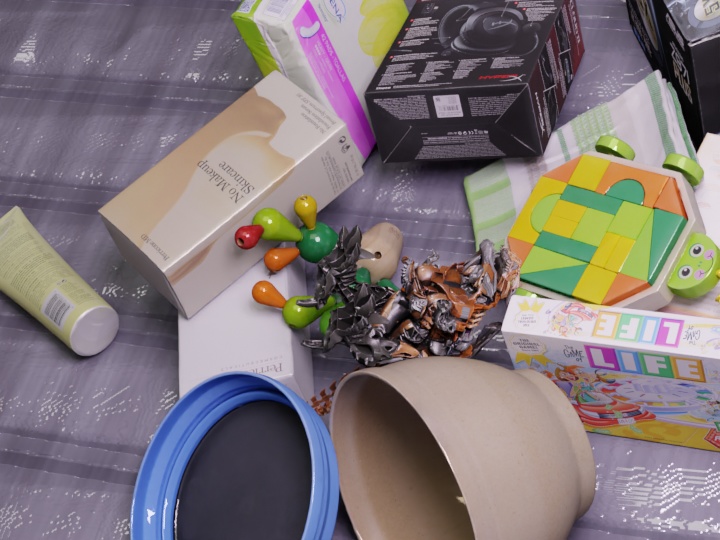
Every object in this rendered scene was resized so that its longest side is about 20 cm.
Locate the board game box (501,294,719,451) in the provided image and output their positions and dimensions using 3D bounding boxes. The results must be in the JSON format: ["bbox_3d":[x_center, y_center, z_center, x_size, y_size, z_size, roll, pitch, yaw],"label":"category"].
[{"bbox_3d":[0.215,0.080,1.282,0.199,0.135,0.034,7,57,23],"label":"board game box"}]

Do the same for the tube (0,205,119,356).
[{"bbox_3d":[-0.291,0.008,1.563,0.058,0.052,0.200,-7,32,-43],"label":"tube"}]

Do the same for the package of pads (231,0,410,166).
[{"bbox_3d":[-0.021,-0.208,1.532,0.068,0.200,0.155,12,59,31],"label":"package of pads"}]

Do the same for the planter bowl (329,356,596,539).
[{"bbox_3d":[0.084,0.148,1.254,0.134,0.201,0.200,-19,47,-26],"label":"planter bowl"}]

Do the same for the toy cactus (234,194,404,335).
[{"bbox_3d":[0.000,0.000,1.421,0.200,0.102,0.165,31,32,1],"label":"toy cactus"}]

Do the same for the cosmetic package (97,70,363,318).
[{"bbox_3d":[-0.107,-0.066,1.446,0.200,0.071,0.105,-41,54,-15],"label":"cosmetic package"}]

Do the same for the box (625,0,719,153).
[{"bbox_3d":[0.290,-0.214,1.459,0.086,0.164,0.200,-20,51,2],"label":"box"}]

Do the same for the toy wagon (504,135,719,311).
[{"bbox_3d":[0.204,-0.022,1.319,0.200,0.040,0.155,20,76,44],"label":"toy wagon"}]

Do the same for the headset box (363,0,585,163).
[{"bbox_3d":[0.106,-0.181,1.519,0.148,0.077,0.200,-1,35,21],"label":"headset box"}]

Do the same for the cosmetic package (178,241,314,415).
[{"bbox_3d":[-0.098,0.037,1.458,0.101,0.074,0.200,-14,50,8],"label":"cosmetic package"}]

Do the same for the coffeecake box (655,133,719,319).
[{"bbox_3d":[0.310,0.002,1.347,0.153,0.073,0.200,15,60,29],"label":"coffeecake box"}]

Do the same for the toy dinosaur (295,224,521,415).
[{"bbox_3d":[0.030,0.048,1.300,0.200,0.136,0.102,-55,31,5],"label":"toy dinosaur"}]

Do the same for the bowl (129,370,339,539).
[{"bbox_3d":[-0.096,0.178,1.318,0.200,0.039,0.201,-18,62,38],"label":"bowl"}]

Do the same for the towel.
[{"bbox_3d":[0.179,-0.076,1.430,0.200,0.031,0.149,-27,36,18],"label":"towel"}]
